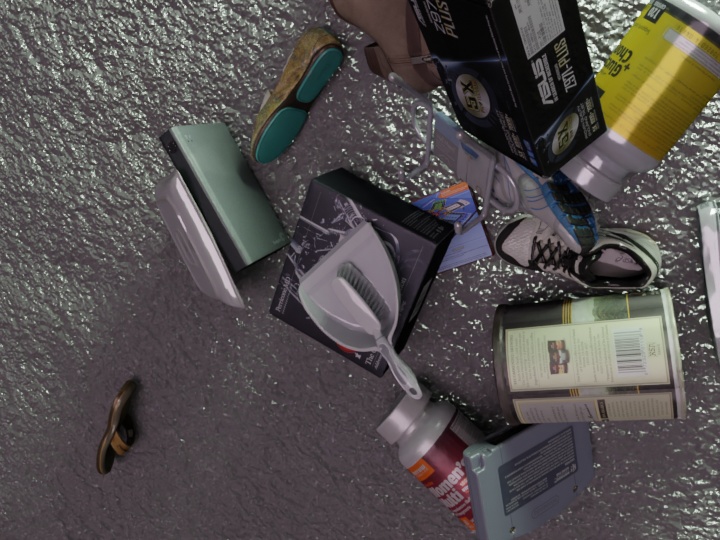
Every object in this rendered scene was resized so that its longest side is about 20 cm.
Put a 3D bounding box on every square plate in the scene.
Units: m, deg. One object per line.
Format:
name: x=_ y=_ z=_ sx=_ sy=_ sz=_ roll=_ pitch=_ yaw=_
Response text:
square plate: x=-0.240 y=-0.039 z=0.919 sx=0.197 sy=0.028 sz=0.203 roll=9 pitch=125 yaw=66

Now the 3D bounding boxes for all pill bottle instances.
pill bottle: x=0.122 y=0.254 z=0.889 sx=0.199 sy=0.109 sz=0.110 roll=41 pitch=116 yaw=6
pill bottle: x=0.299 y=-0.179 z=0.685 sx=0.111 sy=0.112 sz=0.202 roll=37 pitch=115 yaw=8

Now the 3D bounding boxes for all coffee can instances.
coffee can: x=0.270 y=0.105 z=0.763 sx=0.196 sy=0.146 sz=0.150 roll=-7 pitch=103 yaw=24

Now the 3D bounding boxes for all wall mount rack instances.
wall mount rack: x=0.098 y=-0.140 z=0.744 sx=0.200 sy=0.074 sz=0.175 roll=48 pitch=160 yaw=30

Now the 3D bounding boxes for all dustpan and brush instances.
dustpan and brush: x=0.016 y=0.063 z=0.767 sx=0.139 sy=0.057 sz=0.201 roll=-39 pitch=90 yaw=27

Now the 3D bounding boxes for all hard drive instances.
hard drive: x=-0.182 y=-0.105 z=0.891 sx=0.032 sy=0.139 sz=0.203 roll=-27 pitch=94 yaw=23

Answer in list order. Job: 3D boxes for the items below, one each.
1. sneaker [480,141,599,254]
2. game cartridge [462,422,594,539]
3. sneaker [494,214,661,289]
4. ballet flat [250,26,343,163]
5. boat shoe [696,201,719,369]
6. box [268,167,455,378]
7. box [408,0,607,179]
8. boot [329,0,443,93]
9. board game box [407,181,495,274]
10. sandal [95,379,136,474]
sneaker: x=0.203 y=-0.092 z=0.763 sx=0.087 sy=0.074 sz=0.202 roll=-51 pitch=56 yaw=39
game cartridge: x=0.218 y=0.256 z=0.818 sx=0.041 sy=0.196 sz=0.136 roll=16 pitch=119 yaw=57
sneaker: x=0.254 y=-0.023 z=0.765 sx=0.195 sy=0.088 sz=0.078 roll=7 pitch=110 yaw=22
ballet flat: x=-0.095 y=-0.237 z=0.865 sx=0.071 sy=0.071 sz=0.201 roll=42 pitch=117 yaw=5
boat shoe: x=0.424 y=0.020 z=0.722 sx=0.065 sy=0.070 sz=0.205 roll=-7 pitch=95 yaw=25
box: x=0.000 y=0.000 z=0.847 sx=0.179 sy=0.104 sz=0.204 roll=27 pitch=114 yaw=14
box: x=0.143 y=-0.218 z=0.642 sx=0.085 sy=0.164 sz=0.201 roll=-36 pitch=130 yaw=-3
boot: x=0.040 y=-0.302 z=0.739 sx=0.145 sy=0.070 sz=0.202 roll=20 pitch=146 yaw=51
board game box: x=0.073 y=-0.040 z=0.873 sx=0.196 sy=0.019 sz=0.105 roll=-19 pitch=99 yaw=26
sandal: x=-0.431 y=0.291 z=1.158 sx=0.053 sy=0.081 sz=0.203 roll=21 pitch=110 yaw=-8
